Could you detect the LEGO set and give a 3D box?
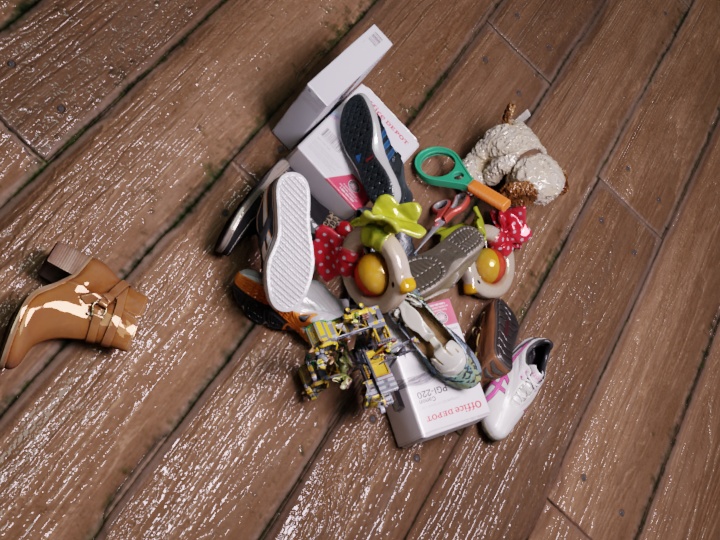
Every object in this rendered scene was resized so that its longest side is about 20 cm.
[{"bbox_3d":[-0.010,0.148,1.386,0.151,0.201,0.117,-13,62,-24],"label":"LEGO set"}]

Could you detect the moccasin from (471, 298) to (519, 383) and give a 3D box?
[{"bbox_3d":[0.222,0.117,1.607,0.074,0.077,0.203,44,31,-21],"label":"moccasin"}]

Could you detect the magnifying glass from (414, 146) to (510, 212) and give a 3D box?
[{"bbox_3d":[0.178,-0.158,1.678,0.199,0.023,0.079,34,63,31],"label":"magnifying glass"}]

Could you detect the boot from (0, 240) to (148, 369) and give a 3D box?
[{"bbox_3d":[-0.385,0.075,1.293,0.154,0.076,0.202,34,49,-18],"label":"boot"}]

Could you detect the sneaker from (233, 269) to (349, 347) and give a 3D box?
[{"bbox_3d":[-0.103,0.044,1.472,0.198,0.076,0.093,30,41,-17],"label":"sneaker"}]

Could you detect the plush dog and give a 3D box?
[{"bbox_3d":[0.294,-0.188,1.716,0.198,0.162,0.172,-18,54,-35],"label":"plush dog"}]

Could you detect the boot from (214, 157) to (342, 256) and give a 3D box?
[{"bbox_3d":[-0.124,-0.065,1.500,0.150,0.073,0.201,41,51,-10],"label":"boot"}]

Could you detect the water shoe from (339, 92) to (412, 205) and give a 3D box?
[{"bbox_3d":[0.024,-0.187,1.548,0.078,0.071,0.203,7,63,-57],"label":"water shoe"}]

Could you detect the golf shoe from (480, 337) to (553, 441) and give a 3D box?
[{"bbox_3d":[0.260,0.191,1.599,0.072,0.092,0.202,37,57,-12],"label":"golf shoe"}]

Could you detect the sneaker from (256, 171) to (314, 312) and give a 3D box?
[{"bbox_3d":[-0.112,-0.038,1.417,0.077,0.079,0.204,8,82,-25],"label":"sneaker"}]

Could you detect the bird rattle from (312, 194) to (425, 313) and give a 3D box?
[{"bbox_3d":[0.005,-0.014,1.410,0.112,0.199,0.165,-11,73,-49],"label":"bird rattle"}]

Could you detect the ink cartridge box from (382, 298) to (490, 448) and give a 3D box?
[{"bbox_3d":[0.102,0.162,1.524,0.144,0.085,0.203,-12,77,-33],"label":"ink cartridge box"}]

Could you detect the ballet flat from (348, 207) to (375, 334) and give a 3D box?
[{"bbox_3d":[0.000,0.000,1.515,0.056,0.066,0.204,15,75,-40],"label":"ballet flat"}]

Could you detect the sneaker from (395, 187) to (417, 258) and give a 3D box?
[{"bbox_3d":[0.059,-0.043,1.601,0.081,0.073,0.203,24,70,-23],"label":"sneaker"}]

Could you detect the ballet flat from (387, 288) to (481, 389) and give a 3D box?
[{"bbox_3d":[0.107,0.106,1.453,0.200,0.074,0.074,46,54,1],"label":"ballet flat"}]

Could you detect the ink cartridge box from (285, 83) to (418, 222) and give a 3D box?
[{"bbox_3d":[-0.017,-0.191,1.605,0.148,0.085,0.200,46,54,-5],"label":"ink cartridge box"}]

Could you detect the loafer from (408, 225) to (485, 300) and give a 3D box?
[{"bbox_3d":[0.123,0.006,1.546,0.198,0.068,0.076,-31,55,-20],"label":"loafer"}]

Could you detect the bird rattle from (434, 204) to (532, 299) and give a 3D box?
[{"bbox_3d":[0.221,-0.032,1.690,0.198,0.111,0.166,2,84,-48],"label":"bird rattle"}]

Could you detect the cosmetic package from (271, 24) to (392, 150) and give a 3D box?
[{"bbox_3d":[-0.047,-0.304,1.595,0.052,0.150,0.200,45,55,-6],"label":"cosmetic package"}]

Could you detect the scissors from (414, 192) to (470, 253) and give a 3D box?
[{"bbox_3d":[0.140,-0.084,1.626,0.014,0.072,0.201,68,25,-21],"label":"scissors"}]
